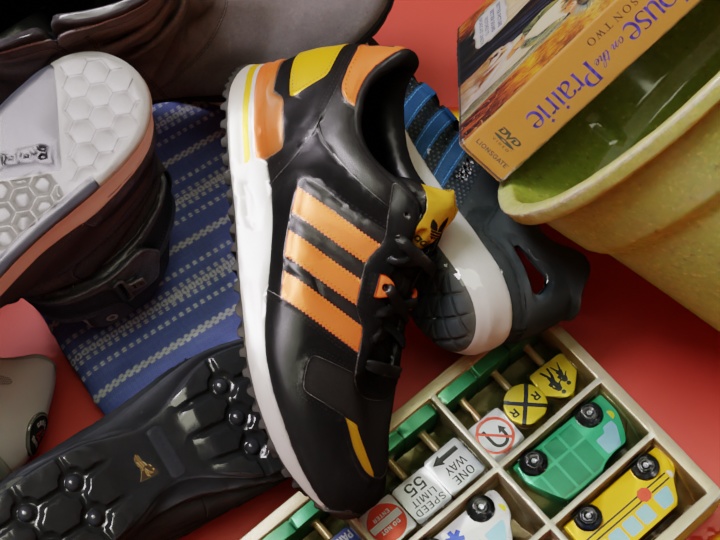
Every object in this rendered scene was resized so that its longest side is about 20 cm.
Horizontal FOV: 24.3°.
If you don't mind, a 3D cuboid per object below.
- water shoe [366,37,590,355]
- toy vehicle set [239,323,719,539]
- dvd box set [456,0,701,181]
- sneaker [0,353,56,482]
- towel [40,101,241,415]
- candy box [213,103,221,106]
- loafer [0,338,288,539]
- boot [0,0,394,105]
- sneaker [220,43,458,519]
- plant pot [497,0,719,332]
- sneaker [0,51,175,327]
[{"bbox_3d":[0.037,-0.042,0.786,0.079,0.072,0.200,-9,53,-23],"label":"water shoe"},{"bbox_3d":[0.044,0.119,0.732,0.200,0.027,0.124,-39,69,-15],"label":"toy vehicle set"},{"bbox_3d":[0.122,-0.141,0.737,0.029,0.200,0.146,40,24,-18],"label":"dvd box set"},{"bbox_3d":[-0.231,0.035,0.763,0.200,0.074,0.089,24,62,6],"label":"sneaker"},{"bbox_3d":[-0.100,-0.027,0.813,0.145,0.024,0.200,-32,66,-10],"label":"towel"},{"bbox_3d":[-0.130,-0.165,0.833,0.200,0.056,0.117,19,55,1],"label":"candy box"},{"bbox_3d":[-0.087,0.083,0.732,0.200,0.070,0.068,-27,87,-27],"label":"loafer"},{"bbox_3d":[-0.076,-0.112,0.710,0.200,0.132,0.070,-22,81,-4],"label":"boot"},{"bbox_3d":[0.000,0.000,0.695,0.090,0.070,0.200,-14,78,21],"label":"sneaker"},{"bbox_3d":[0.193,-0.038,0.705,0.184,0.200,0.200,42,70,-12],"label":"plant pot"},{"bbox_3d":[-0.164,0.007,0.711,0.202,0.146,0.077,-36,76,-11],"label":"sneaker"}]
